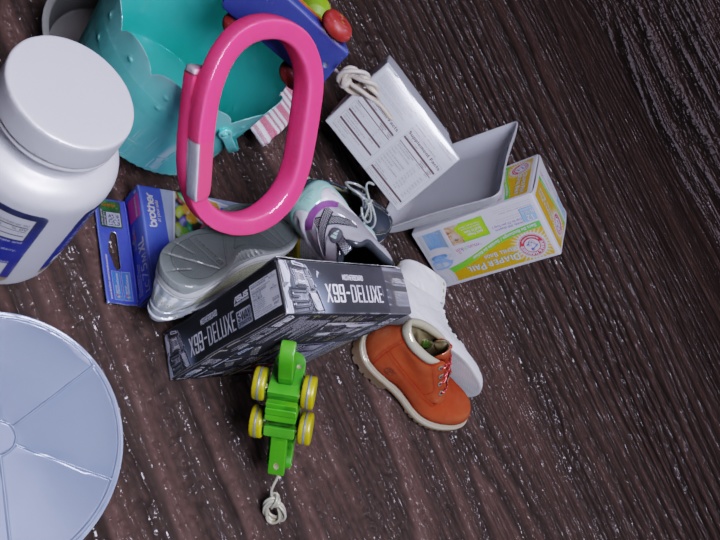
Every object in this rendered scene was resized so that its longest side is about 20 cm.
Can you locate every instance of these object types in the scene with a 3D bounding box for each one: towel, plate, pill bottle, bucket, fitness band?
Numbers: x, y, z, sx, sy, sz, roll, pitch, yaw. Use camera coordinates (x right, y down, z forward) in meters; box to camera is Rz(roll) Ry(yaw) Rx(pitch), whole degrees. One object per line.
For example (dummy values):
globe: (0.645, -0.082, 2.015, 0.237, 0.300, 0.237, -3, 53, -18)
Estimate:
towel: (-0.136, -0.257, 0.870, 0.147, 0.030, 0.201, 53, 31, -17)
plate: (0.136, -0.132, 0.985, 0.033, 0.196, 0.202, 56, 37, -27)
pill bottle: (-0.260, -0.082, 0.516, 0.118, 0.198, 0.122, 25, 49, -34)
bucket: (-0.183, -0.208, 0.668, 0.205, 0.134, 0.212, 25, 51, -35)
fitness band: (-0.098, -0.127, 0.601, 0.037, 0.204, 0.142, 31, 31, 32)

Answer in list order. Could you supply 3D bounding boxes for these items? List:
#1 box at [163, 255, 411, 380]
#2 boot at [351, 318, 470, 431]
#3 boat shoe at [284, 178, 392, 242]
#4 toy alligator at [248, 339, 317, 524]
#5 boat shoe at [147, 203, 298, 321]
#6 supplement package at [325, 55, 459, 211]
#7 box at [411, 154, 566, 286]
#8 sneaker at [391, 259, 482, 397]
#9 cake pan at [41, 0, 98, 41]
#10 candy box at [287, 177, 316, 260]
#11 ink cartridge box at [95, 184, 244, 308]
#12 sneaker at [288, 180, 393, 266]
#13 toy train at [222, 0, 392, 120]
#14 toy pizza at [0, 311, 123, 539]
box: (-0.072, 0.052, 0.636, 0.155, 0.198, 0.051, 3, 66, -45)
boot: (0.092, 0.135, 0.839, 0.199, 0.106, 0.076, 39, 41, -26)
boat shoe: (-0.017, -0.078, 0.844, 0.197, 0.061, 0.076, 13, 54, -47)
toy alligator: (-0.074, 0.147, 0.634, 0.058, 0.205, 0.055, 8, 24, 2)
boat shoe: (-0.135, -0.011, 0.667, 0.074, 0.065, 0.202, 41, 33, 5)
supplement package: (0.047, -0.202, 0.937, 0.156, 0.110, 0.201, 49, 15, -13)
box: (0.193, -0.070, 0.984, 0.113, 0.197, 0.102, 53, 38, -24)
sneaker: (0.112, 0.073, 0.923, 0.200, 0.073, 0.116, 47, 44, -14)
cake pan: (-0.258, -0.227, 0.736, 0.198, 0.036, 0.205, 27, 49, -35)
candy box: (-0.049, -0.023, 0.844, 0.101, 0.026, 0.204, 21, 53, -37)
ink cartridge box: (-0.175, -0.020, 0.699, 0.197, 0.042, 0.122, 5, 63, -44)
sneaker: (0.000, 0.000, 0.740, 0.141, 0.077, 0.200, 52, 6, 30)
toy train: (-0.044, -0.241, 0.678, 0.198, 0.084, 0.117, 34, 33, -29)
toy pizza: (-0.278, 0.130, 0.500, 0.198, 0.031, 0.205, 25, 52, -35)
